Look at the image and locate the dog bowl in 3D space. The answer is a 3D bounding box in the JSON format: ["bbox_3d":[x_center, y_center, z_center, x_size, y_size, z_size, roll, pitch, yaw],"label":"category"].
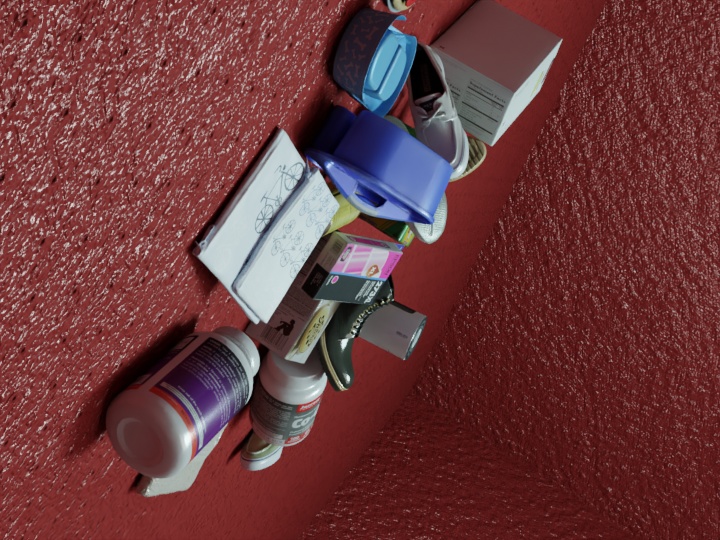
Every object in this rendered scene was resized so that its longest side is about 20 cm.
[{"bbox_3d":[0.017,-0.257,1.318,0.112,0.049,0.200,-64,168,2],"label":"dog bowl"}]

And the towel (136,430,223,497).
[{"bbox_3d":[-0.254,0.265,1.561,0.133,0.034,0.200,-60,169,-1],"label":"towel"}]

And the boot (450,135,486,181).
[{"bbox_3d":[0.120,-0.177,1.774,0.198,0.073,0.166,-18,-176,15],"label":"boot"}]

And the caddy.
[{"bbox_3d":[0.021,-0.124,1.368,0.199,0.141,0.106,29,87,-35],"label":"caddy"}]

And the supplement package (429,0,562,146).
[{"bbox_3d":[0.205,-0.324,1.720,0.200,0.155,0.111,-48,165,-41],"label":"supplement package"}]

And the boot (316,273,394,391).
[{"bbox_3d":[0.000,0.080,1.673,0.077,0.137,0.202,-29,107,-77],"label":"boot"}]

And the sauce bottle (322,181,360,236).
[{"bbox_3d":[-0.064,-0.075,1.428,0.200,0.066,0.066,-27,148,-59],"label":"sauce bottle"}]

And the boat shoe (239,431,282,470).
[{"bbox_3d":[-0.168,0.297,1.994,0.200,0.071,0.063,-48,141,-57],"label":"boat shoe"}]

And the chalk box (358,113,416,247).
[{"bbox_3d":[0.066,-0.155,1.630,0.201,0.123,0.125,-59,170,3],"label":"chalk box"}]

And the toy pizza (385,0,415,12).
[{"bbox_3d":[0.092,-0.406,1.318,0.201,0.032,0.200,-56,169,-17],"label":"toy pizza"}]

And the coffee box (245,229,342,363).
[{"bbox_3d":[-0.077,0.031,1.605,0.201,0.079,0.113,-58,167,-2],"label":"coffee box"}]

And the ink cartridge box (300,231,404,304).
[{"bbox_3d":[0.000,0.000,1.544,0.095,0.037,0.199,-58,153,15],"label":"ink cartridge box"}]

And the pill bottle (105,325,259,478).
[{"bbox_3d":[-0.202,0.148,1.269,0.200,0.112,0.113,-44,162,-52],"label":"pill bottle"}]

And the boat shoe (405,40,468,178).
[{"bbox_3d":[0.098,-0.228,1.515,0.073,0.202,0.065,-22,165,14],"label":"boat shoe"}]

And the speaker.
[{"bbox_3d":[0.004,0.068,1.755,0.082,0.199,0.081,-59,168,-22],"label":"speaker"}]

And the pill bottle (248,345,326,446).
[{"bbox_3d":[-0.117,0.193,1.770,0.114,0.113,0.201,-50,166,-39],"label":"pill bottle"}]

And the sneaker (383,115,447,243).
[{"bbox_3d":[0.059,-0.130,1.532,0.070,0.202,0.080,-37,-160,-25],"label":"sneaker"}]

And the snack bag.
[{"bbox_3d":[-0.105,-0.051,1.275,0.189,0.021,0.200,-57,152,-15],"label":"snack bag"}]
